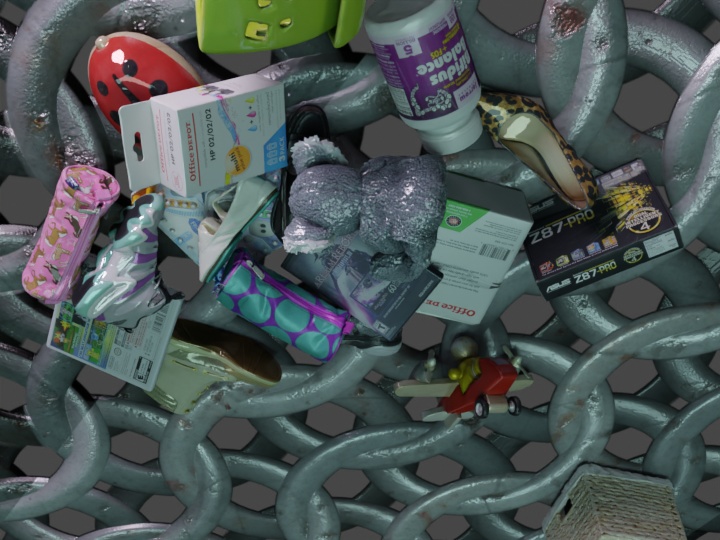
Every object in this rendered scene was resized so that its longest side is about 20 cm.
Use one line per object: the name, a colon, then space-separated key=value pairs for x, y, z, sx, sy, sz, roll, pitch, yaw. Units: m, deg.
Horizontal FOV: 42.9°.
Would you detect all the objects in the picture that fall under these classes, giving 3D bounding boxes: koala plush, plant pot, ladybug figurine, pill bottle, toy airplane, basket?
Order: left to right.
ladybug figurine: x=-0.269 y=-0.216 z=1.177 sx=0.136 sy=0.072 sz=0.200 roll=-32 pitch=123 yaw=20
plant pot: x=-0.085 y=-0.360 z=1.005 sx=0.181 sy=0.200 sz=0.199 roll=1 pitch=128 yaw=-14
koala plush: x=0.000 y=-0.089 z=1.185 sx=0.199 sy=0.178 sz=0.184 roll=9 pitch=171 yaw=-6
pill bottle: x=0.087 y=-0.249 z=1.151 sx=0.112 sy=0.112 sz=0.200 roll=-19 pitch=127 yaw=11
toy airplane: x=0.172 y=0.180 z=1.492 sx=0.199 sy=0.142 sz=0.200 roll=-12 pitch=165 yaw=19
basket: x=0.476 y=0.497 z=1.727 sx=0.199 sy=0.161 sz=0.198 roll=13 pitch=127 yaw=-11

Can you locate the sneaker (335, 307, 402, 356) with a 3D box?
sneaker: x=-0.020 y=0.066 z=1.415 sx=0.199 sy=0.076 sz=0.114 roll=7 pitch=126 yaw=-16

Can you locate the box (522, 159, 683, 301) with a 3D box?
box: x=0.328 y=-0.057 z=1.284 sx=0.200 sy=0.161 sz=0.049 roll=-23 pitch=127 yaw=15

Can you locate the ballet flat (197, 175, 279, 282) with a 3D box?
ballet flat: x=-0.186 y=-0.066 z=1.276 sx=0.069 sy=0.070 sz=0.200 roll=26 pitch=127 yaw=-22

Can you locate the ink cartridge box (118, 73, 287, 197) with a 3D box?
ink cartridge box: x=-0.191 y=-0.166 z=1.148 sx=0.200 sy=0.068 sz=0.115 roll=-23 pitch=124 yaw=-34

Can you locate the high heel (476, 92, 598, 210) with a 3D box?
high heel: x=0.231 y=-0.159 z=1.210 sx=0.200 sy=0.143 sz=0.071 roll=28 pitch=121 yaw=-23

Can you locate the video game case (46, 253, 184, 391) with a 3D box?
video game case: x=-0.377 y=0.077 z=1.400 sx=0.182 sy=0.022 sz=0.200 roll=24 pitch=124 yaw=-2

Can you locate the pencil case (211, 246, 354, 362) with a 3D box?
pencil case: x=-0.112 y=0.051 z=1.327 sx=0.200 sy=0.085 sz=0.092 roll=31 pitch=140 yaw=-9

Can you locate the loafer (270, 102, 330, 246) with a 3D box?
loafer: x=-0.077 y=-0.124 z=1.247 sx=0.072 sy=0.063 sz=0.200 roll=5 pitch=116 yaw=-18

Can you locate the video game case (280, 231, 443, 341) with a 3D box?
video game case: x=0.000 y=0.000 z=1.323 sx=0.200 sy=0.019 sz=0.143 roll=34 pitch=125 yaw=-5

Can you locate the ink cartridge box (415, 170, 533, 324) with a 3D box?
ink cartridge box: x=0.141 y=-0.031 z=1.340 sx=0.146 sy=0.084 sz=0.200 roll=14 pitch=126 yaw=-13

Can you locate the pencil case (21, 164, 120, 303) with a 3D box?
pencil case: x=-0.405 y=-0.049 z=1.276 sx=0.083 sy=0.087 sz=0.200 roll=29 pitch=116 yaw=-5

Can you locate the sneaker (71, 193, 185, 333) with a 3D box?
sneaker: x=-0.298 y=-0.002 z=1.295 sx=0.140 sy=0.078 sz=0.200 roll=31 pitch=100 yaw=-34

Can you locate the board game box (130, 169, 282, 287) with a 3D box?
board game box: x=-0.191 y=-0.084 z=1.314 sx=0.200 sy=0.026 sz=0.200 roll=-30 pitch=124 yaw=18

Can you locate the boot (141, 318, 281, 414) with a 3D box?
boot: x=-0.241 y=0.174 z=1.481 sx=0.200 sy=0.072 sz=0.155 roll=23 pitch=122 yaw=-11
